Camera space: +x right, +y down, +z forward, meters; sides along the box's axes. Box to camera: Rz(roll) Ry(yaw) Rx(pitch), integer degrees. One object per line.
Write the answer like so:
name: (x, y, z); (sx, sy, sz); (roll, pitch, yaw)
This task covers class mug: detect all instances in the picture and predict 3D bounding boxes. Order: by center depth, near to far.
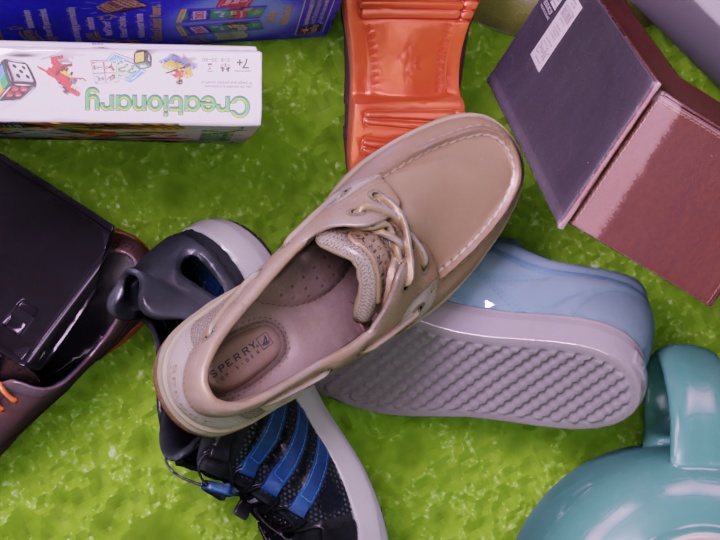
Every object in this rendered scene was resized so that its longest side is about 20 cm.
mug: (0.138, 0.144, 1.187); (0.151, 0.114, 0.186); (-29, 91, -4)

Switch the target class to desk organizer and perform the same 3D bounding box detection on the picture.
desk organizer: (0.119, -0.064, 1.139); (0.077, 0.200, 0.072); (29, 105, -16)

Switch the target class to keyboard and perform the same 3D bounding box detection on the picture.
keyboard: (-0.215, -0.012, 1.171); (0.199, 0.021, 0.127); (31, 74, 21)

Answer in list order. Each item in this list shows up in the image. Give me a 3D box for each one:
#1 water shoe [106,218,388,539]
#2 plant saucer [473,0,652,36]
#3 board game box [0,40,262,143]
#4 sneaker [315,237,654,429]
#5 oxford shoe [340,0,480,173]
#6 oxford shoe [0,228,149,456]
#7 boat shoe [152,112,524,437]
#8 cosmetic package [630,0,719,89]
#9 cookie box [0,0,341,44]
water shoe: (-0.055, 0.078, 1.177); (0.079, 0.071, 0.201); (-29, 103, -32)
plant saucer: (0.098, -0.210, 1.234); (0.199, 0.031, 0.201); (0, 88, -5)
board game box: (-0.108, -0.075, 1.130); (0.125, 0.200, 0.035); (1, 91, -4)
sneaker: (0.040, 0.019, 1.216); (0.199, 0.082, 0.074); (13, 131, 9)
oxford shoe: (0.019, -0.118, 1.201); (0.071, 0.073, 0.201); (7, 93, -8)
oxford shoe: (-0.176, 0.051, 1.185); (0.200, 0.073, 0.071); (-44, 92, -4)
boat shoe: (0.000, 0.000, 1.123); (0.200, 0.065, 0.072); (-37, 96, -19)
cosmetic package: (0.151, -0.151, 1.168); (0.200, 0.101, 0.071); (40, 88, -25)
cookie box: (-0.110, -0.144, 1.147); (0.199, 0.171, 0.076); (-4, 87, -5)
